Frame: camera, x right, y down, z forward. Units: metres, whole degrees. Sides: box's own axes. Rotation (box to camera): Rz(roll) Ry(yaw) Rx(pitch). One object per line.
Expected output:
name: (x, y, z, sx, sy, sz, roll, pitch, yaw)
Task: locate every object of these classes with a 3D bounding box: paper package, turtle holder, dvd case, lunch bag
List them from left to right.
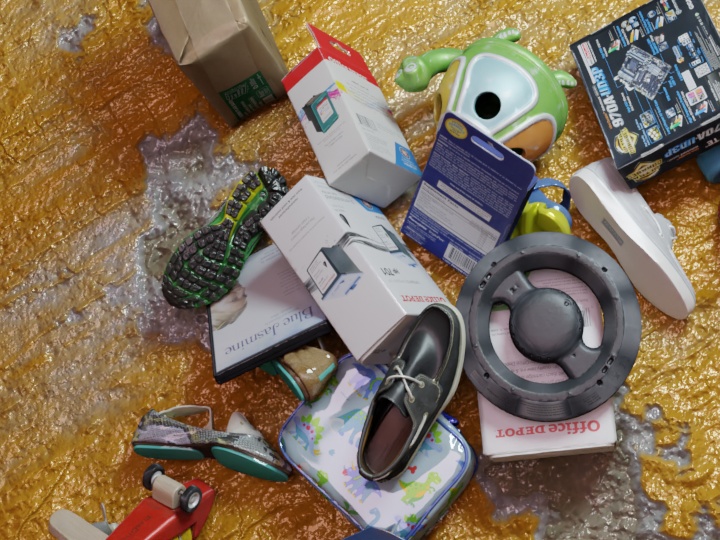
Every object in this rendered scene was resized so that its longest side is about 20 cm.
paper package: (-0.177, -0.302, 1.508, 0.102, 0.200, 0.192, -26, 71, 5)
dvd case: (-0.111, 0.037, 1.439, 0.141, 0.018, 0.201, -25, 34, 6)
lunch bag: (0.023, 0.199, 1.392, 0.199, 0.082, 0.161, 40, 88, 19)
turtle holder: (0.140, -0.194, 1.415, 0.186, 0.141, 0.132, 50, 57, -7)

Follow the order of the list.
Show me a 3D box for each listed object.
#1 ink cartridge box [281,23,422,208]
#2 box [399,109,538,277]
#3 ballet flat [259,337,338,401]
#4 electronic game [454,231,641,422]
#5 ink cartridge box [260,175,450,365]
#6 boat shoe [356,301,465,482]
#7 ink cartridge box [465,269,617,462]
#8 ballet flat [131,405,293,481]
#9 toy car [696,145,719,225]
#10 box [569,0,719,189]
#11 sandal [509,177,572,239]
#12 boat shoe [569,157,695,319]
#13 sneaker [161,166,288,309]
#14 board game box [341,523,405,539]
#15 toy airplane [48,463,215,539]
ink cartridge box: (-0.017, -0.182, 1.469, 0.067, 0.116, 0.202, -37, 59, 23)
box: (0.122, -0.083, 1.386, 0.121, 0.201, 0.032, 35, 51, 13)
ballet flat: (-0.083, 0.087, 1.427, 0.072, 0.068, 0.199, -34, 27, -16)
electronic game: (0.196, 0.058, 1.319, 0.197, 0.042, 0.203, -2, 76, 10)
ink cartridge box: (0.000, 0.000, 1.408, 0.086, 0.146, 0.201, -45, 70, 19)
boat shoe: (0.052, 0.128, 1.308, 0.071, 0.067, 0.202, 26, 94, 23)
ink cartridge box: (0.199, 0.104, 1.373, 0.144, 0.084, 0.203, -6, 75, 10)
ballet flat: (-0.168, 0.193, 1.449, 0.197, 0.072, 0.073, 8, 77, 14)
toy car: (0.463, -0.100, 1.304, 0.175, 0.200, 0.186, -27, 72, 5)
box: (0.335, -0.210, 1.395, 0.158, 0.046, 0.202, -28, 51, 19)
sandal: (0.163, -0.079, 1.446, 0.198, 0.080, 0.087, 21, 46, 24)
boat shoe: (0.315, -0.040, 1.396, 0.068, 0.072, 0.201, -32, 72, -19)
sneaker: (-0.159, -0.032, 1.497, 0.078, 0.085, 0.200, 43, 79, -4)
board game box: (0.020, 0.340, 1.339, 0.199, 0.039, 0.158, -32, 103, 35)
toy airplane: (-0.253, 0.331, 1.392, 0.196, 0.142, 0.201, -10, 40, -2)
